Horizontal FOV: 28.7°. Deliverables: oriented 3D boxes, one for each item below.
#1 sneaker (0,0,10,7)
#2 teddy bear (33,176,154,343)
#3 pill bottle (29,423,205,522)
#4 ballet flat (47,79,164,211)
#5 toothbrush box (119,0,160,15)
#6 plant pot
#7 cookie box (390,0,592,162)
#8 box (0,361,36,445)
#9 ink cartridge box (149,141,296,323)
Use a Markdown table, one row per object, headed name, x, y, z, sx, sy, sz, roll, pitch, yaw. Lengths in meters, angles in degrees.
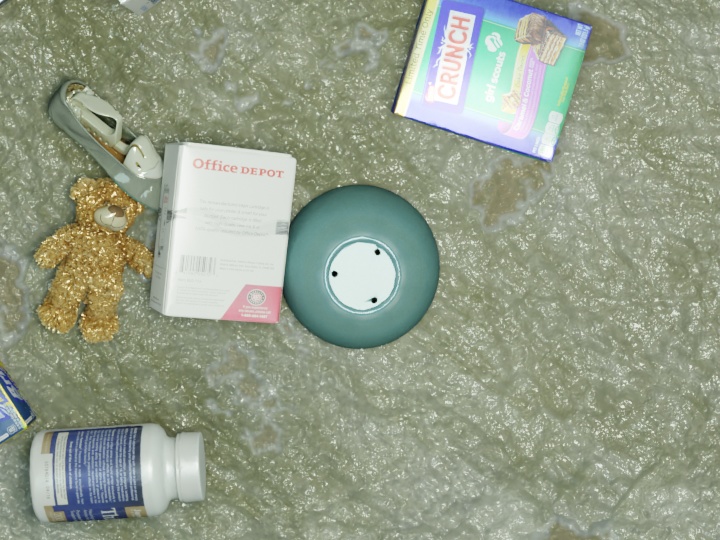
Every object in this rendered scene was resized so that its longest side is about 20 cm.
| name | x | y | z | sx | sy | sz | roll | pitch | yaw |
| --- | --- | --- | --- | --- | --- | --- | --- | --- | --- |
| sneaker | -0.477 | -0.358 | 1.646 | 0.202 | 0.077 | 0.147 | -38 | 106 | -8 |
| teddy bear | -0.318 | -0.010 | 1.691 | 0.144 | 0.067 | 0.201 | 33 | 93 | -6 |
| pill bottle | -0.288 | 0.241 | 1.690 | 0.198 | 0.111 | 0.112 | -4 | 95 | -1 |
| ballet flat | -0.286 | -0.149 | 1.676 | 0.200 | 0.067 | 0.064 | 41 | 133 | -2 |
| toothbrush box | -0.292 | -0.403 | 1.621 | 0.085 | 0.146 | 0.201 | -35 | 94 | 1 |
| plant pot | 0.000 | 0.000 | 1.668 | 0.198 | 0.135 | 0.202 | 0 | 94 | -2 |
| cookie box | 0.154 | -0.239 | 1.684 | 0.198 | 0.075 | 0.173 | 16 | 95 | -2 |
| box | -0.476 | 0.118 | 1.698 | 0.070 | 0.064 | 0.201 | -32 | 95 | 1 |
| ink cartridge box | -0.163 | -0.045 | 1.667 | 0.145 | 0.083 | 0.202 | 5 | 94 | -22 |
